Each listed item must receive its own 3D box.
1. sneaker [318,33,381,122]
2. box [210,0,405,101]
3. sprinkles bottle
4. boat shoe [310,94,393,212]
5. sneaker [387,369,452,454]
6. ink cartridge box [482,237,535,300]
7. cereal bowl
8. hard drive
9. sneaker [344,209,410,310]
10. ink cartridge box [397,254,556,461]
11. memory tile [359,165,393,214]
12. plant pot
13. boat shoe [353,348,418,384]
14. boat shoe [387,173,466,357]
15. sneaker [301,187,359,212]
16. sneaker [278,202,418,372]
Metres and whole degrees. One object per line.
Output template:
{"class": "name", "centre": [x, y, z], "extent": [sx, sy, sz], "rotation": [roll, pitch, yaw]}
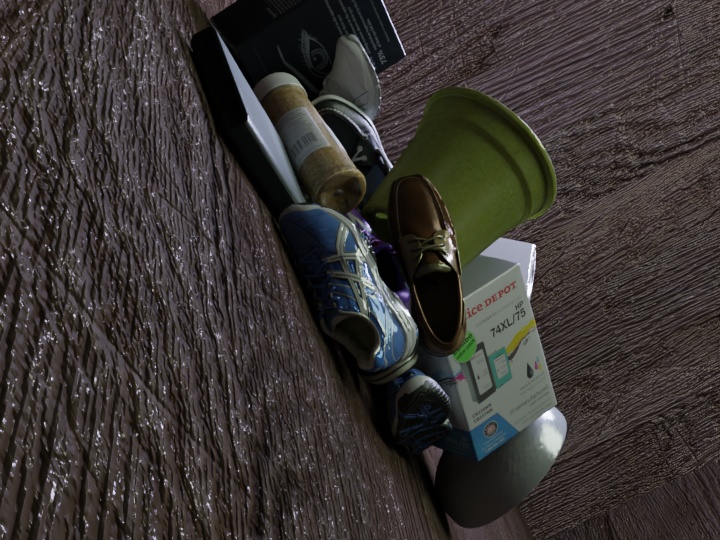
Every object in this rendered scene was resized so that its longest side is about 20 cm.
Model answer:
{"class": "sneaker", "centre": [-0.024, -0.197, 1.614], "extent": [0.075, 0.086, 0.202], "rotation": [-121, -153, -49]}
{"class": "box", "centre": [-0.066, -0.295, 1.640], "extent": [0.105, 0.199, 0.149], "rotation": [53, -7, 50]}
{"class": "sprinkles bottle", "centre": [-0.063, -0.147, 1.496], "extent": [0.201, 0.068, 0.068], "rotation": [57, -1, 40]}
{"class": "boat shoe", "centre": [0.000, -0.131, 1.600], "extent": [0.200, 0.075, 0.061], "rotation": [47, 23, -36]}
{"class": "sneaker", "centre": [0.056, 0.152, 1.474], "extent": [0.078, 0.075, 0.200], "rotation": [59, -8, 19]}
{"class": "ink cartridge box", "centre": [0.153, 0.069, 1.785], "extent": [0.145, 0.145, 0.202], "rotation": [-73, 172, -57]}
{"class": "cereal bowl", "centre": [0.168, 0.231, 1.683], "extent": [0.083, 0.200, 0.200], "rotation": [45, 8, -12]}
{"class": "hard drive", "centre": [-0.113, -0.142, 1.359], "extent": [0.200, 0.033, 0.141], "rotation": [59, 8, -55]}
{"class": "sneaker", "centre": [0.013, -0.013, 1.435], "extent": [0.201, 0.080, 0.084], "rotation": [-121, -148, -41]}
{"class": "ink cartridge box", "centre": [0.124, 0.099, 1.602], "extent": [0.145, 0.146, 0.202], "rotation": [13, -53, 54]}
{"class": "memory tile", "centre": [-0.007, -0.123, 1.718], "extent": [0.199, 0.017, 0.154], "rotation": [36, 38, -4]}
{"class": "plant pot", "centre": [0.102, -0.084, 1.552], "extent": [0.199, 0.184, 0.201], "rotation": [35, -27, 20]}
{"class": "boat shoe", "centre": [0.013, 0.068, 1.469], "extent": [0.063, 0.074, 0.200], "rotation": [57, 2, -24]}
{"class": "boat shoe", "centre": [0.079, -0.007, 1.417], "extent": [0.074, 0.075, 0.203], "rotation": [118, -42, -85]}
{"class": "sneaker", "centre": [-0.044, -0.079, 1.590], "extent": [0.116, 0.074, 0.202], "rotation": [61, 5, -68]}
{"class": "sneaker", "centre": [-0.018, 0.016, 1.330], "extent": [0.201, 0.076, 0.077], "rotation": [51, 34, 4]}
